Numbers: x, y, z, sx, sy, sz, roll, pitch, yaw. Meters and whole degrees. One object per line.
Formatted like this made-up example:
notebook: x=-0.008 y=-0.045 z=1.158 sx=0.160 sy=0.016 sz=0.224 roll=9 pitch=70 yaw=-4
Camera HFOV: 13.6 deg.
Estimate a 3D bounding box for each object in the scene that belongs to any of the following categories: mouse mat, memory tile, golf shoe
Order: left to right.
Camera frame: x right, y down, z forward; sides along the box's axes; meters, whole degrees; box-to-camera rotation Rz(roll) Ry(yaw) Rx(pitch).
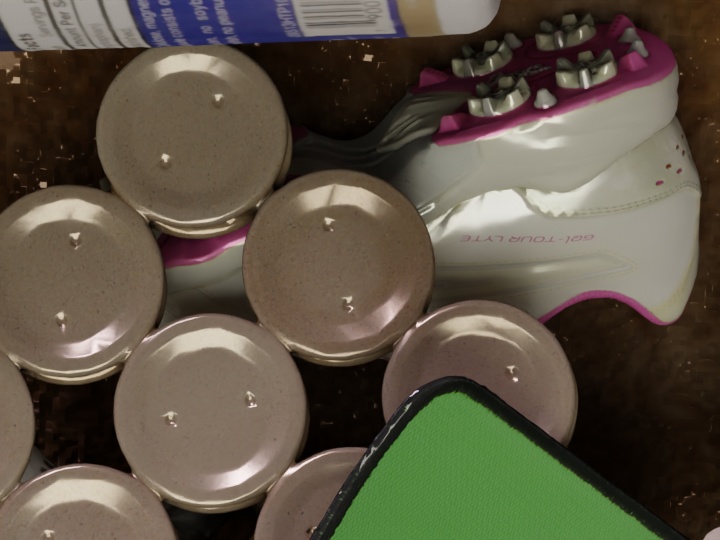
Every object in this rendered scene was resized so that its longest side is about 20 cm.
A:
memory tile: x=-0.054 y=0.055 z=0.764 sx=0.153 sy=0.017 sz=0.200 roll=41 pitch=83 yaw=7
golf shoe: x=0.000 y=0.000 z=0.830 sx=0.199 sy=0.075 sz=0.092 roll=-16 pitch=115 yaw=12
mouse mat: x=0.008 y=0.136 z=0.766 sx=0.161 sy=0.008 sz=0.200 roll=38 pitch=86 yaw=-43

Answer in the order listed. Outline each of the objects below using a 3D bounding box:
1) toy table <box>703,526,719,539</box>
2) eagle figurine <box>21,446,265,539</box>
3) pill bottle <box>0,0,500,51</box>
toy table: x=0.169 y=0.055 z=0.782 sx=0.183 sy=0.117 sz=0.201 roll=-19 pitch=95 yaw=-3
eagle figurine: x=-0.102 y=0.097 z=0.845 sx=0.199 sy=0.152 sz=0.151 roll=-24 pitch=74 yaw=-3
pill bottle: x=-0.066 y=-0.116 z=0.756 sx=0.199 sy=0.120 sz=0.120 roll=-1 pitch=114 yaw=6
